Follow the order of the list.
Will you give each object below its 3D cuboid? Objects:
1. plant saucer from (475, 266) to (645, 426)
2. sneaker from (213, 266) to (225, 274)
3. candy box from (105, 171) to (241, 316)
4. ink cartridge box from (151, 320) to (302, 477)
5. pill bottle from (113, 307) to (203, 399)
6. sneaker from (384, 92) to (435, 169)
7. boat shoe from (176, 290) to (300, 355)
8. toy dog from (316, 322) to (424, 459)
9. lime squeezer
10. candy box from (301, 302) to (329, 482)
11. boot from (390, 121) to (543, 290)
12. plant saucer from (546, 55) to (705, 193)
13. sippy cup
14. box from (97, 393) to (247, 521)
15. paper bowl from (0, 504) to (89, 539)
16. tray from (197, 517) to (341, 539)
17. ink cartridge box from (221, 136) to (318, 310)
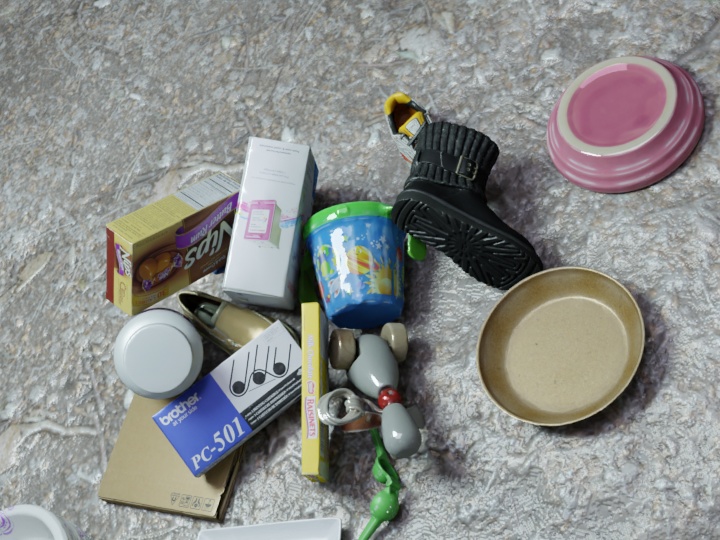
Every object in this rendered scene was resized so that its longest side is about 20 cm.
[{"bbox_3d":[0.231,0.091,1.305,0.199,0.035,0.201,-15,54,21],"label":"plant saucer"},{"bbox_3d":[-0.139,-0.057,1.596,0.199,0.076,0.106,-26,68,16],"label":"sneaker"},{"bbox_3d":[-0.237,-0.037,1.468,0.056,0.117,0.200,32,41,28],"label":"candy box"},{"bbox_3d":[-0.153,0.161,1.429,0.200,0.044,0.094,-38,80,-8],"label":"ink cartridge box"},{"bbox_3d":[-0.257,0.104,1.447,0.112,0.112,0.200,-50,8,-7],"label":"pill bottle"},{"bbox_3d":[0.084,-0.161,1.516,0.078,0.082,0.200,-37,52,2],"label":"sneaker"},{"bbox_3d":[-0.171,0.074,1.517,0.199,0.076,0.072,15,68,34],"label":"boat shoe"},{"bbox_3d":[0.016,0.151,1.349,0.131,0.097,0.201,11,40,-1],"label":"toy dog"},{"bbox_3d":[0.020,0.255,1.332,0.071,0.038,0.201,-32,43,50],"label":"lime squeezer"},{"bbox_3d":[-0.054,0.147,1.357,0.026,0.102,0.201,-1,75,2],"label":"candy box"},{"bbox_3d":[0.147,-0.084,1.399,0.079,0.210,0.158,-49,11,48],"label":"boot"},{"bbox_3d":[0.325,-0.193,1.421,0.199,0.051,0.202,-14,55,21],"label":"plant saucer"},{"bbox_3d":[0.000,0.000,1.440,0.139,0.178,0.131,-2,66,-13],"label":"sippy cup"},{"bbox_3d":[-0.240,0.235,1.491,0.199,0.021,0.164,2,62,31],"label":"box"},{"bbox_3d":[-0.420,0.406,1.433,0.200,0.104,0.202,-14,56,22],"label":"paper bowl"},{"bbox_3d":[-0.110,0.354,1.344,0.199,0.022,0.108,-11,56,24],"label":"tray"},{"bbox_3d":[-0.114,-0.056,1.481,0.084,0.145,0.201,10,83,4],"label":"ink cartridge box"}]
